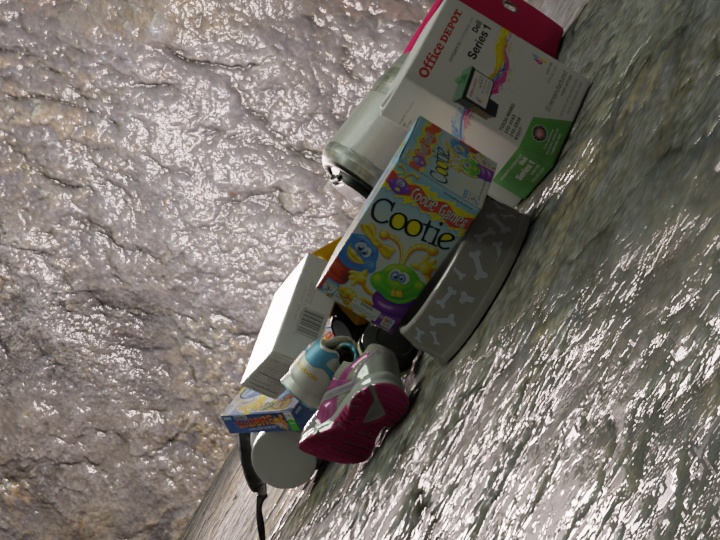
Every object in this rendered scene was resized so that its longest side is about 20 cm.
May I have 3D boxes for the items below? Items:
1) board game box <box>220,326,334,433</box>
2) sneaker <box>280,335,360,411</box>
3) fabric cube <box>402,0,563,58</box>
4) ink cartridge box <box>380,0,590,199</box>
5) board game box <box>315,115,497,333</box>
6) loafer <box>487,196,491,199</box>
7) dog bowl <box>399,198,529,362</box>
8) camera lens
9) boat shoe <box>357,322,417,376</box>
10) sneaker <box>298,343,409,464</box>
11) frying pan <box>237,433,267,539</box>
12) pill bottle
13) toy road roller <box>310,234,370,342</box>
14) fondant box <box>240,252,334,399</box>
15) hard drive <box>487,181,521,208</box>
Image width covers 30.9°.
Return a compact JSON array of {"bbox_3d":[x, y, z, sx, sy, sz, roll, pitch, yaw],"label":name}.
[{"bbox_3d":[-0.096,0.155,1.878,0.135,0.035,0.200,-8,30,35],"label":"board game box"},{"bbox_3d":[-0.015,0.130,1.629,0.081,0.076,0.200,-53,-25,13],"label":"sneaker"},{"bbox_3d":[0.165,-0.300,1.955,0.200,0.196,0.200,-56,5,35],"label":"fabric cube"},{"bbox_3d":[0.144,-0.201,1.507,0.145,0.199,0.084,-62,5,-31],"label":"ink cartridge box"},{"bbox_3d":[0.050,-0.048,1.430,0.200,0.103,0.105,-57,5,37],"label":"board game box"},{"bbox_3d":[0.177,-0.139,1.714,0.072,0.073,0.200,17,64,46],"label":"loafer"},{"bbox_3d":[0.110,0.007,1.444,0.201,0.059,0.200,-58,4,7],"label":"dog bowl"},{"bbox_3d":[0.058,-0.172,1.758,0.200,0.160,0.160,-52,4,-7],"label":"camera lens"},{"bbox_3d":[0.046,0.071,1.631,0.201,0.073,0.063,-59,-7,-67],"label":"boat shoe"},{"bbox_3d":[-0.005,0.158,1.531,0.200,0.081,0.089,-45,28,42],"label":"sneaker"},{"bbox_3d":[-0.157,0.311,1.952,0.115,0.031,0.191,62,-162,-66],"label":"frying pan"},{"bbox_3d":[-0.100,0.236,1.922,0.117,0.116,0.200,-58,5,15],"label":"pill bottle"},{"bbox_3d":[0.000,0.000,1.788,0.123,0.146,0.200,-30,-23,-29],"label":"toy road roller"},{"bbox_3d":[-0.092,0.078,1.741,0.200,0.058,0.145,137,155,-66],"label":"fondant box"},{"bbox_3d":[0.151,-0.163,1.607,0.027,0.132,0.200,-56,6,34],"label":"hard drive"}]
